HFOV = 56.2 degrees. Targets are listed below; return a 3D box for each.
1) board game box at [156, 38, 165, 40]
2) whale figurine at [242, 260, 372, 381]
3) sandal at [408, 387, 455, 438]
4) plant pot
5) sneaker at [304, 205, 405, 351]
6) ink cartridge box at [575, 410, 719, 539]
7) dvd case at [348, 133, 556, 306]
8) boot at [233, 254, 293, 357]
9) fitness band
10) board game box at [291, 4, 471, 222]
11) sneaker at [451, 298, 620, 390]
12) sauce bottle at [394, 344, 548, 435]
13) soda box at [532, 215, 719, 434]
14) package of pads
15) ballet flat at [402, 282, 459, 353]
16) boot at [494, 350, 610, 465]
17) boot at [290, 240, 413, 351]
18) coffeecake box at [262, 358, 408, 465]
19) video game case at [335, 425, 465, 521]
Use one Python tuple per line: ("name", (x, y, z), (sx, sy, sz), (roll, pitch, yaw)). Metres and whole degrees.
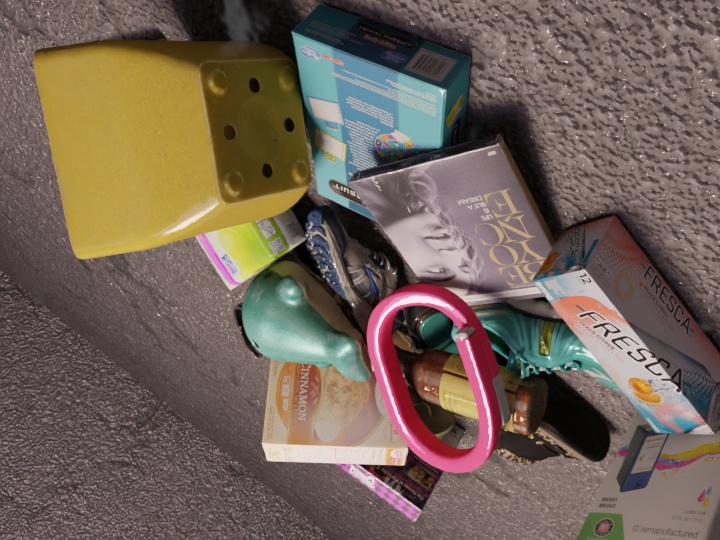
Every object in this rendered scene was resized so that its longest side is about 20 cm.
("board game box", (-0.293, -0.231, 0.851), (0.197, 0.030, 0.098), (9, 118, 41))
("whale figurine", (-0.071, 0.075, 0.826), (0.199, 0.103, 0.161), (34, 152, 40))
("sandal", (0.056, 0.188, 1.030), (0.199, 0.080, 0.058), (33, 139, 12))
("plant pot", (-0.157, -0.124, 0.642), (0.197, 0.193, 0.200), (4, 106, 40))
("sneaker", (0.000, 0.000, 0.813), (0.077, 0.085, 0.202), (32, 152, 55))
("ink cartridge box", (0.300, 0.201, 0.605), (0.088, 0.201, 0.145), (45, 153, -7))
("dvd case", (0.099, -0.032, 0.626), (0.146, 0.016, 0.200), (-9, 138, 33))
("boot", (-0.124, 0.083, 1.028), (0.069, 0.132, 0.202), (16, 145, 35))
("fitness band", (0.077, 0.114, 0.703), (0.142, 0.037, 0.204), (-10, 101, 42))
("board game box", (0.021, -0.126, 0.627), (0.149, 0.047, 0.202), (27, 151, 21))
("sneaker", (0.186, 0.081, 0.696), (0.197, 0.080, 0.078), (21, 148, 30))
("sauce bottle", (0.107, 0.124, 0.752), (0.197, 0.066, 0.067), (15, 145, 36))
("soda box", (0.242, 0.052, 0.591), (0.200, 0.069, 0.063), (47, 152, -13))
("package of pads", (-0.162, -0.072, 0.881), (0.156, 0.068, 0.199), (59, 149, -4))
("ballet flat", (0.091, 0.082, 0.844), (0.072, 0.074, 0.201), (21, 154, 30))
("boot", (0.192, 0.174, 0.842), (0.198, 0.074, 0.151), (35, 153, -3))
("boot", (-0.010, 0.046, 0.901), (0.198, 0.072, 0.156), (32, 150, 21))
("coffeecake box", (-0.031, 0.186, 0.956), (0.195, 0.156, 0.074), (2, 147, 0))
("video game case", (0.042, 0.254, 1.032), (0.198, 0.181, 0.036), (32, 128, 12))
